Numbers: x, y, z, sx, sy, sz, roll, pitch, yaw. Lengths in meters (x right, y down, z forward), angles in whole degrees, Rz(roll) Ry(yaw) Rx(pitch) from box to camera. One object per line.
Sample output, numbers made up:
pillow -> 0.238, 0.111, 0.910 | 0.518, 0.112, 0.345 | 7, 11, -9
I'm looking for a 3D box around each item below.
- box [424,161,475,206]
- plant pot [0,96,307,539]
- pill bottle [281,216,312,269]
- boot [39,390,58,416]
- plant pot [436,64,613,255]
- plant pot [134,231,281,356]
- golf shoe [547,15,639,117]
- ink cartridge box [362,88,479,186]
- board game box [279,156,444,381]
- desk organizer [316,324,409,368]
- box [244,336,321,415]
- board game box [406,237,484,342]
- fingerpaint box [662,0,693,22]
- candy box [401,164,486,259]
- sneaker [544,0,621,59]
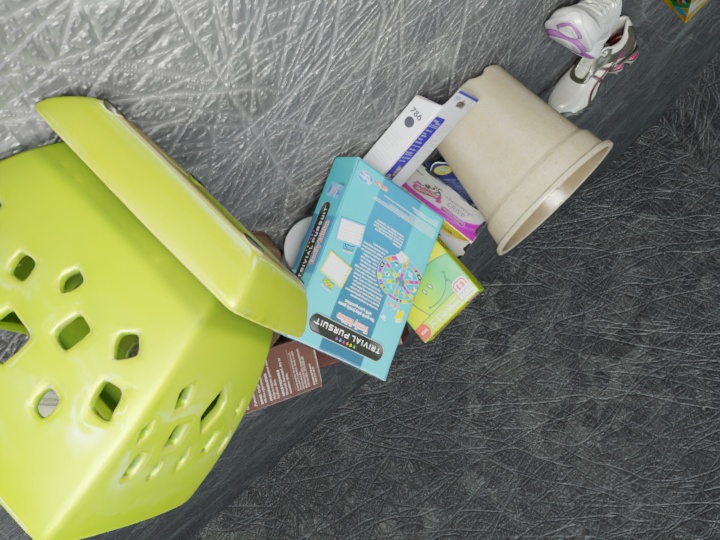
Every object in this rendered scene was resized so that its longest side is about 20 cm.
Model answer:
box -> 0.144, -0.113, 1.116 | 0.117, 0.033, 0.201 | 2, 150, -9
plant pot -> -0.152, 0.023, 0.459 | 0.182, 0.198, 0.200 | -48, 167, -2
pill bottle -> -0.047, 0.018, 0.919 | 0.112, 0.113, 0.201 | -38, 159, -16
boot -> -0.274, 0.121, 0.680 | 0.155, 0.072, 0.199 | -49, 166, 18
plant pot -> 0.197, -0.159, 0.948 | 0.199, 0.184, 0.201 | -39, 167, -10
plant pot -> -0.152, 0.060, 0.804 | 0.200, 0.093, 0.201 | -40, 166, -11
golf shoe -> 0.391, -0.350, 1.230 | 0.200, 0.077, 0.088 | -45, 148, -2
ink cartridge box -> 0.056, -0.151, 0.875 | 0.200, 0.039, 0.099 | -46, 167, 19
board game box -> 0.000, 0.000, 0.804 | 0.149, 0.046, 0.205 | 29, 79, -37
desk organizer -> -0.025, 0.098, 1.149 | 0.195, 0.079, 0.072 | -18, -175, 16
box -> -0.157, 0.143, 0.915 | 0.195, 0.077, 0.100 | -15, -177, -25
board game box -> 0.062, -0.016, 0.963 | 0.102, 0.201, 0.047 | -44, 167, 15
fingerpaint box -> 0.612, -0.546, 1.217 | 0.200, 0.074, 0.166 | -46, 166, 17
candy box -> 0.089, -0.047, 1.078 | 0.061, 0.135, 0.201 | -48, 173, -35
sneaker -> 0.307, -0.348, 0.971 | 0.101, 0.074, 0.199 | -62, 165, 22
